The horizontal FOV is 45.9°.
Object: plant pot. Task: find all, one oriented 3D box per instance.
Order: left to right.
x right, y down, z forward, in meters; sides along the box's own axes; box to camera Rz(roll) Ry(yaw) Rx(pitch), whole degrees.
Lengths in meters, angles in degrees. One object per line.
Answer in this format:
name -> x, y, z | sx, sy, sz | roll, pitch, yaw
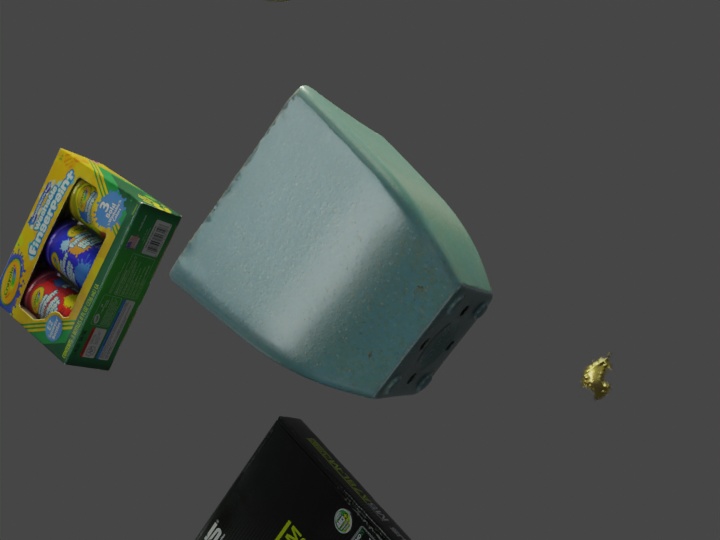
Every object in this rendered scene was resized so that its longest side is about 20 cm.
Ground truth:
plant pot -> 0.000, 0.000, 0.738 | 0.200, 0.196, 0.197 | 41, 101, 21

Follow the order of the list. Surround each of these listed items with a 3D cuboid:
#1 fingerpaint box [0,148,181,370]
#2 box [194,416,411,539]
fingerpaint box -> -0.324, -0.015, 0.996 | 0.166, 0.073, 0.203 | 30, 95, 32
box -> -0.062, 0.276, 0.791 | 0.193, 0.047, 0.201 | 41, 100, 29
